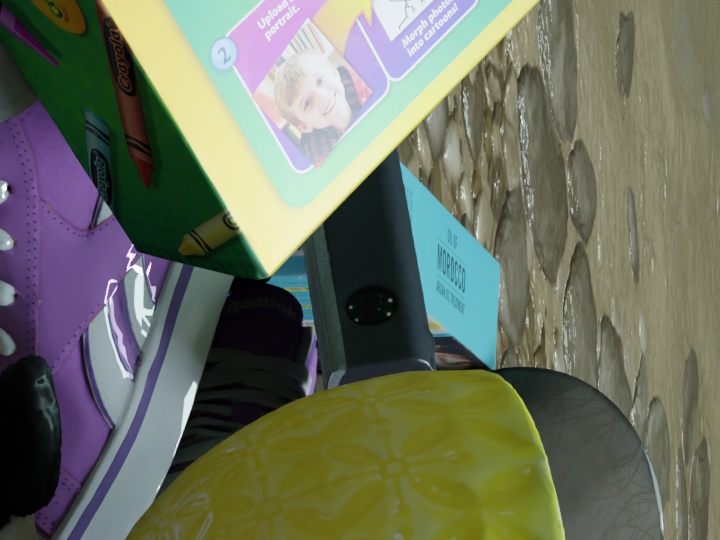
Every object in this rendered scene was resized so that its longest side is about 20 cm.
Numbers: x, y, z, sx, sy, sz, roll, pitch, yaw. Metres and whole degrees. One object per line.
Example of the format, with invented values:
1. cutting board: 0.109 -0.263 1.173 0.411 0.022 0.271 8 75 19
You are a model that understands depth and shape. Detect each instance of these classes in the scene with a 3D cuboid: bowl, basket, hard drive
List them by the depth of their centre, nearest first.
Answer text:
1. bowl: -0.027 0.119 0.662 0.200 0.107 0.201 -176 -90 -78
2. hard drive: 0.000 0.000 0.891 0.140 0.033 0.201 82 0 -47
3. basket: 0.020 0.136 1.123 0.181 0.136 0.200 -63 165 16

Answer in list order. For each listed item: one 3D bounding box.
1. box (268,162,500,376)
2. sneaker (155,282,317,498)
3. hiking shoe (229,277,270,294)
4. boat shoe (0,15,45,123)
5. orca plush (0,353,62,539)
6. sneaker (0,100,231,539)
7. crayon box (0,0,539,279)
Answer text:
1. box: -0.006 0.000 1.142 0.200 0.082 0.049 40 51 -70
2. sneaker: -0.043 0.051 0.925 0.200 0.072 0.115 131 -28 -73
3. hiking shoe: -0.078 -0.070 0.926 0.200 0.075 0.101 75 6 -60
4. boat shoe: -0.116 -0.132 0.749 0.071 0.070 0.201 2 81 -51
5. orca plush: -0.128 0.025 0.691 0.071 0.105 0.201 -16 109 -43
6. sneaker: -0.096 -0.006 0.811 0.073 0.114 0.201 27 -83 66
7. crayon box: -0.003 -0.109 0.742 0.200 0.058 0.119 -46 124 -23
